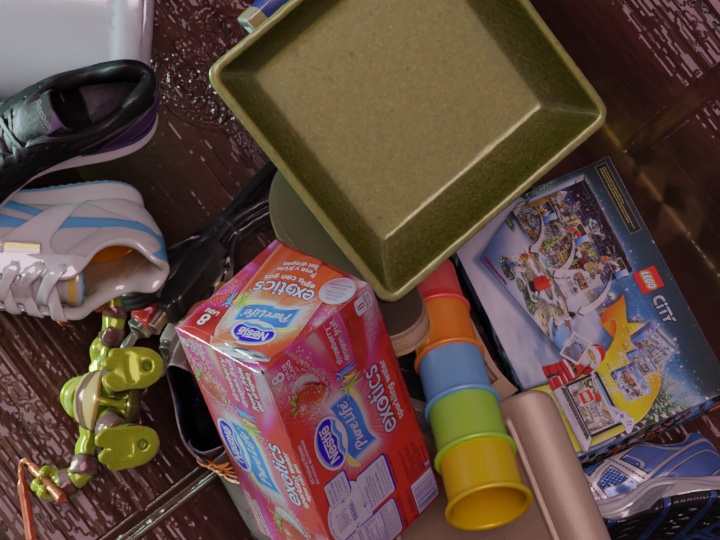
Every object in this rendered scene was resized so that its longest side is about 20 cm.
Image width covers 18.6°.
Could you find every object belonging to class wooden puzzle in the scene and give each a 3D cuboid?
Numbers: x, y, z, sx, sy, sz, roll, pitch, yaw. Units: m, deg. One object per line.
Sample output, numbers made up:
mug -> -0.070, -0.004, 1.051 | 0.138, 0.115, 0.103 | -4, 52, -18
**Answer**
wooden puzzle -> 0.081, 0.199, 1.544 | 0.199, 0.037, 0.186 | -24, 85, 26

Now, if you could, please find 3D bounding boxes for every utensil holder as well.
utensil holder -> -0.246, -0.196, 1.541 | 0.199, 0.170, 0.171 | 3, 82, -2

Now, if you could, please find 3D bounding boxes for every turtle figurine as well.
turtle figurine -> -0.179, 0.100, 1.521 | 0.064, 0.161, 0.201 | 19, 84, -21

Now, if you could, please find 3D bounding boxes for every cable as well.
cable -> -0.103, -0.011, 1.595 | 0.097, 0.050, 0.200 | 19, 58, 37

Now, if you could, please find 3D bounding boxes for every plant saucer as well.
plant saucer -> 0.029, -0.117, 1.450 | 0.199, 0.048, 0.200 | -40, 106, -5

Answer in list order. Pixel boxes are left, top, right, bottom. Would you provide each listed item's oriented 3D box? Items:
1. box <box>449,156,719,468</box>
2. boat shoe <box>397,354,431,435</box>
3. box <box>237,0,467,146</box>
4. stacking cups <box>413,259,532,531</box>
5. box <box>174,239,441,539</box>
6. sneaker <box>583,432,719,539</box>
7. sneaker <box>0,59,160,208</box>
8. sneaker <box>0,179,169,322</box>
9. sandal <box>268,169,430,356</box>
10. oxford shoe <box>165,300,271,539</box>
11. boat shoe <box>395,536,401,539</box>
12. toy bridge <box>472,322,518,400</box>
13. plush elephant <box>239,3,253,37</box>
box -> 0.161, 0.032, 1.584 | 0.136, 0.038, 0.201 | -22, 69, -8
boat shoe -> -0.006, 0.077, 1.588 | 0.199, 0.073, 0.063 | 27, 37, 4
box -> 0.029, -0.196, 1.480 | 0.200, 0.032, 0.121 | -47, 106, -6
stacking cups -> 0.070, 0.076, 1.500 | 0.060, 0.061, 0.201 | -6, 55, -6
box -> -0.032, 0.094, 1.445 | 0.095, 0.201, 0.100 | 24, 55, 41
sneaker -> 0.172, 0.167, 1.584 | 0.199, 0.076, 0.077 | -7, 44, 2
sneaker -> -0.224, -0.090, 1.421 | 0.199, 0.088, 0.076 | -26, 84, -13
sneaker -> -0.226, -0.005, 1.475 | 0.199, 0.077, 0.081 | -15, 44, -22
sandal -> -0.005, 0.002, 1.528 | 0.077, 0.070, 0.212 | -23, 44, -7
oxford shoe -> -0.091, 0.121, 1.518 | 0.071, 0.073, 0.201 | -3, 122, 30
boat shoe -> -0.058, 0.239, 1.528 | 0.199, 0.066, 0.075 | -34, 84, 6
toy bridge -> 0.035, 0.029, 1.586 | 0.200, 0.027, 0.067 | 41, 42, 15
plush elephant -> -0.004, -0.182, 1.564 | 0.200, 0.155, 0.165 | 35, 80, 0
